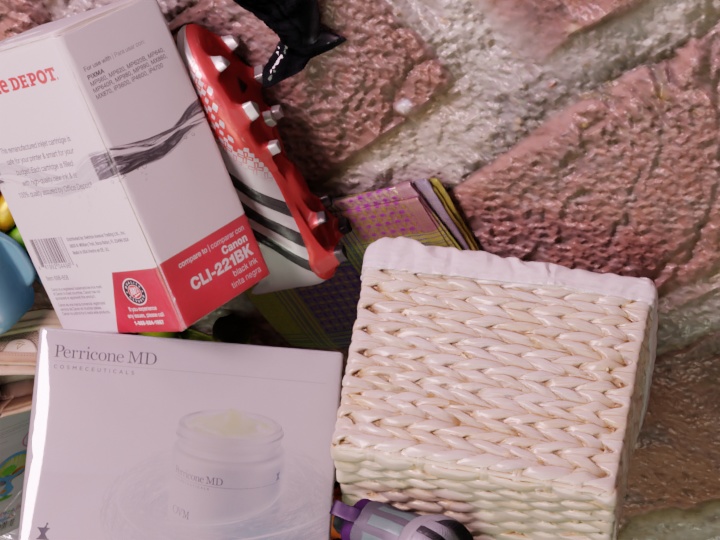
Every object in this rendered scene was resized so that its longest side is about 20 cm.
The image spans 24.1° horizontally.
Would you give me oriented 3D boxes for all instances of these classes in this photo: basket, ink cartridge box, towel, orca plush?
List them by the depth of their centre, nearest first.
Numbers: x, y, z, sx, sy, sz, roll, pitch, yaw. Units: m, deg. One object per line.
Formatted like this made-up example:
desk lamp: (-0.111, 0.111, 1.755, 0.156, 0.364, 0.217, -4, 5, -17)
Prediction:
orca plush: (-0.086, -0.184, 1.000, 0.105, 0.071, 0.200, 2, 136, 24)
ink cartridge box: (-0.164, -0.066, 1.088, 0.144, 0.084, 0.200, -3, 114, 49)
basket: (0.088, 0.104, 1.135, 0.200, 0.161, 0.198, 9, 149, 11)
towel: (0.000, 0.000, 1.201, 0.200, 0.023, 0.144, -10, 131, 34)

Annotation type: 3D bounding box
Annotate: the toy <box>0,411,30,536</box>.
toy: (-0.321, 0.162, 1.384, 0.047, 0.115, 0.200, 45, 135, 27)

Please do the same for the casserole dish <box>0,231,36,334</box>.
casserole dish: (-0.326, 0.010, 1.185, 0.200, 0.039, 0.121, -5, 136, 18)

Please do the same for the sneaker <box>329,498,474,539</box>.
sneaker: (0.046, 0.210, 1.124, 0.087, 0.074, 0.200, 20, 150, 34)

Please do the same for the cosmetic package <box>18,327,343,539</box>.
cosmetic package: (-0.122, 0.149, 1.123, 0.199, 0.200, 0.123, 5, 168, -8)

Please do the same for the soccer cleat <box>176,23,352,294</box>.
soccer cleat: (-0.081, -0.068, 1.110, 0.085, 0.069, 0.200, -21, 118, 18)

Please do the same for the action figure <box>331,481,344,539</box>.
action figure: (-0.017, 0.193, 1.363, 0.193, 0.200, 0.105, -18, 86, 17)

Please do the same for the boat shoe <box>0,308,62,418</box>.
boat shoe: (-0.293, 0.084, 1.243, 0.200, 0.065, 0.071, -19, 133, 20)

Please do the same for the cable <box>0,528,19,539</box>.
cable: (-0.305, 0.189, 1.517, 0.200, 0.069, 0.200, -3, 134, 28)

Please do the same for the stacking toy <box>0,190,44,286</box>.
stacking toy: (-0.238, -0.045, 1.187, 0.085, 0.085, 0.200, -20, 136, 39)

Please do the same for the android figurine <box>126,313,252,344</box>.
android figurine: (-0.141, 0.099, 1.365, 0.182, 0.041, 0.200, 20, 138, 4)
